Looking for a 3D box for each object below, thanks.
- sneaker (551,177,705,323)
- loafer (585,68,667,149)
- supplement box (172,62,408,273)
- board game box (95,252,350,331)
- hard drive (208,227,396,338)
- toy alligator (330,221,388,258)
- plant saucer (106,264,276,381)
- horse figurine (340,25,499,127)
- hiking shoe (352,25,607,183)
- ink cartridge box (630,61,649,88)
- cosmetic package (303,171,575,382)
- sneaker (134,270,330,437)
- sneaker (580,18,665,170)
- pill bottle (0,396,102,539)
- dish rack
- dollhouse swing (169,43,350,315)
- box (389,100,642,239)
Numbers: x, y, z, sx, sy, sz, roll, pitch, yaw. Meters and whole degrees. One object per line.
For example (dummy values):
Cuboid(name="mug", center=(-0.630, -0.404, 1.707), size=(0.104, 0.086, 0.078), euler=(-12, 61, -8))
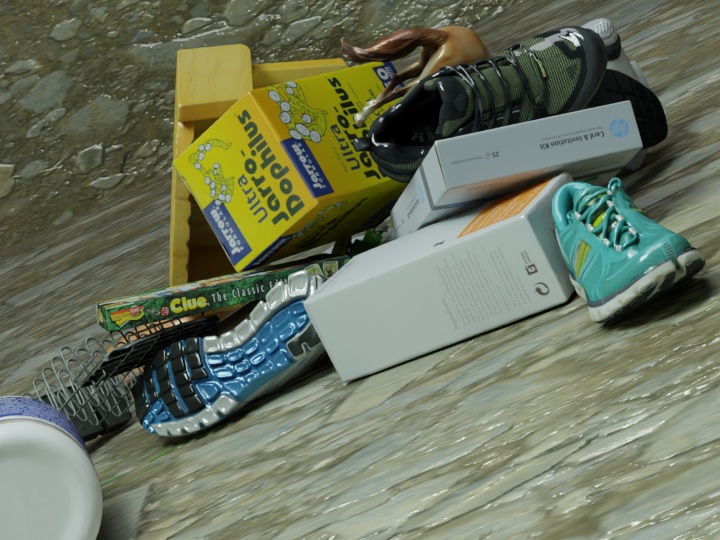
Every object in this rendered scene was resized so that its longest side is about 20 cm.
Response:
Cuboid(name="sneaker", center=(0.164, -0.017, 1.396), size=(0.077, 0.080, 0.200), euler=(-28, 10, -6))
Cuboid(name="loafer", center=(0.170, -0.119, 1.729), size=(0.199, 0.073, 0.072), euler=(-2, -20, -41))
Cuboid(name="supplement box", center=(-0.037, -0.089, 1.743), size=(0.109, 0.109, 0.199), euler=(-39, -11, 36))
Cuboid(name="board game box", center=(-0.111, 0.017, 1.704), size=(0.198, 0.024, 0.105), euler=(-12, 2, -12))
Cuboid(name="hard drive", center=(-0.050, 0.022, 1.933), size=(0.199, 0.026, 0.131), euler=(-35, 12, -36))
Cuboid(name="toy alligator", center=(0.000, 0.000, 1.841), size=(0.200, 0.059, 0.055), euler=(-73, 5, -75))
Cuboid(name="plant saucer", center=(-0.161, 0.045, 1.977), size=(0.199, 0.038, 0.200), euler=(-34, 2, 1))
Cuboid(name="horse figurine", center=(0.071, -0.149, 1.685), size=(0.132, 0.050, 0.199), euler=(-38, -35, 20))
Cuboid(name="hiking shoe", center=(0.093, -0.123, 1.593), size=(0.199, 0.076, 0.101), euler=(-28, -7, 12))
Cuboid(name="ink cartridge box", center=(0.178, -0.149, 2.143), size=(0.159, 0.048, 0.200), euler=(-31, 13, -22))
Cuboid(name="cosmetic package", center=(0.069, 0.005, 1.562), size=(0.199, 0.072, 0.101), euler=(-22, 11, 30))
Cuboid(name="sneaker", center=(-0.085, 0.075, 1.675), size=(0.199, 0.075, 0.087), euler=(-29, -18, 14))
Cuboid(name="sneaker", center=(0.173, -0.110, 1.802), size=(0.200, 0.115, 0.075), euler=(-46, 14, -13))
Cuboid(name="pill bottle", center=(-0.247, 0.152, 1.516), size=(0.115, 0.116, 0.200), euler=(-28, 10, -7))
Cuboid(name="dish rack", center=(-0.210, 0.087, 1.738), size=(0.153, 0.055, 0.200), euler=(-21, -18, -48))
Cuboid(name="dollhouse swing", center=(-0.079, -0.079, 1.863), size=(0.174, 0.202, 0.182), euler=(2, 26, -7))
Cuboid(name="box", center=(0.115, -0.069, 1.631), size=(0.154, 0.042, 0.200), euler=(-12, -10, -12))
